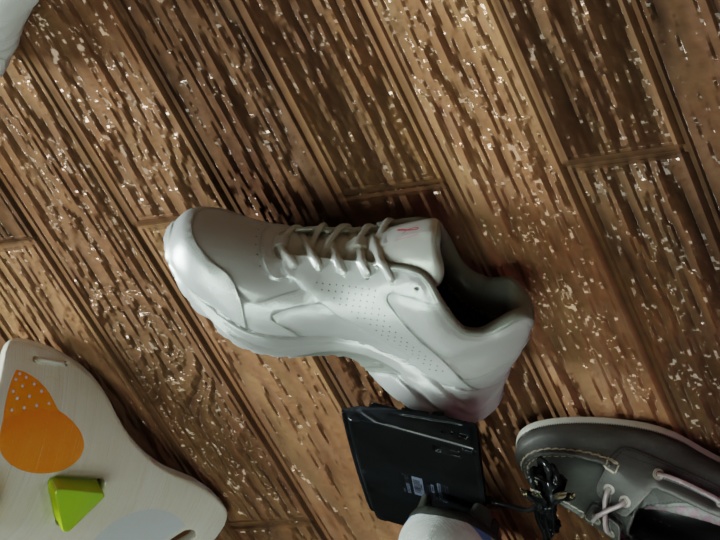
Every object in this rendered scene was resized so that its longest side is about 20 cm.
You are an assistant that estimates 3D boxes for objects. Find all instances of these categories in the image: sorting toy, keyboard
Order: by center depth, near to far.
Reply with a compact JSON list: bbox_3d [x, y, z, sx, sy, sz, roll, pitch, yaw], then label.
[{"bbox_3d":[0.057,0.117,1.188,0.126,0.021,0.200,15,161,10],"label":"keyboard"},{"bbox_3d":[-0.184,0.149,1.321,0.179,0.108,0.200,19,142,-30],"label":"sorting toy"}]

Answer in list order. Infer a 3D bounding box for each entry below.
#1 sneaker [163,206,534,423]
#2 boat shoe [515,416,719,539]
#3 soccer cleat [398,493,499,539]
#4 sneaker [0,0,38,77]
[{"bbox_3d":[0.000,0.000,1.105,0.198,0.078,0.100,19,132,-14],"label":"sneaker"},{"bbox_3d":[0.178,0.133,1.183,0.198,0.057,0.067,16,138,2],"label":"boat shoe"},{"bbox_3d":[0.063,0.196,1.234,0.069,0.087,0.200,8,158,28],"label":"soccer cleat"},{"bbox_3d":[-0.244,-0.159,1.022,0.199,0.074,0.116,23,137,-19],"label":"sneaker"}]
